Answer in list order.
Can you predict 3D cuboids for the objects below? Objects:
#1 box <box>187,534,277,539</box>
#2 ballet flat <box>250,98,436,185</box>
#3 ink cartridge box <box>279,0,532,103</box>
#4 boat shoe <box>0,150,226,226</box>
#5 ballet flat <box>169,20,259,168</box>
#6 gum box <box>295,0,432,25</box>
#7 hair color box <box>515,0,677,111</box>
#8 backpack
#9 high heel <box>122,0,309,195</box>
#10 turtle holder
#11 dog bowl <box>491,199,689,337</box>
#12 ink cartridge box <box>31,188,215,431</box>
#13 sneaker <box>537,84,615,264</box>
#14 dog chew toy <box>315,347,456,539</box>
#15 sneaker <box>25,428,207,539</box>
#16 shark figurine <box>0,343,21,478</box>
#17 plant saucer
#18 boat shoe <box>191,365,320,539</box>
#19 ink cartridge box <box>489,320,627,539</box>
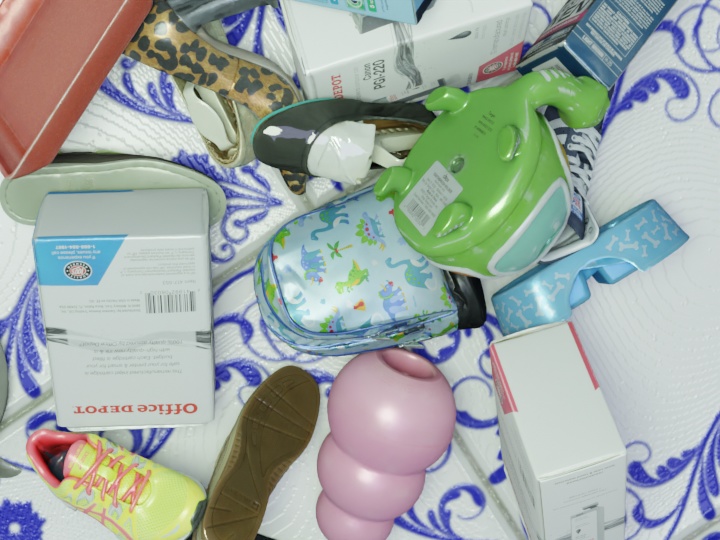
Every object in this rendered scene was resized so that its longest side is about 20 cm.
[{"bbox_3d":[-0.142,0.360,1.143,0.197,0.123,0.201,19,98,-10],"label":"box"},{"bbox_3d":[0.003,-0.110,1.012,0.198,0.068,0.069,-12,133,-39],"label":"ballet flat"},{"bbox_3d":[0.038,-0.205,1.021,0.197,0.146,0.086,-16,77,-1],"label":"ink cartridge box"},{"bbox_3d":[-0.220,-0.075,1.073,0.197,0.061,0.073,3,112,-8],"label":"boat shoe"},{"bbox_3d":[-0.145,-0.183,1.050,0.067,0.062,0.202,-23,105,28],"label":"ballet flat"},{"bbox_3d":[-0.009,-0.285,0.963,0.197,0.171,0.045,16,147,25],"label":"gum box"},{"bbox_3d":[0.230,-0.239,1.036,0.060,0.100,0.201,42,76,-11],"label":"hair color box"},{"bbox_3d":[0.000,0.000,1.077,0.197,0.154,0.166,-15,88,12],"label":"backpack"},{"bbox_3d":[-0.122,-0.142,1.019,0.140,0.071,0.203,-19,116,-9],"label":"high heel"},{"bbox_3d":[0.113,-0.082,0.983,0.131,0.140,0.188,32,74,-39],"label":"turtle holder"},{"bbox_3d":[0.209,0.000,1.112,0.198,0.111,0.050,-31,89,2],"label":"dog bowl"},{"bbox_3d":[-0.203,0.036,1.056,0.144,0.086,0.203,-1,124,-6],"label":"ink cartridge box"},{"bbox_3d":[0.191,-0.096,1.075,0.070,0.108,0.202,31,94,-31],"label":"sneaker"},{"bbox_3d":[0.013,0.177,1.125,0.123,0.125,0.203,17,108,-9],"label":"dog chew toy"},{"bbox_3d":[-0.226,0.191,1.063,0.079,0.197,0.091,-64,145,-26],"label":"sneaker"},{"bbox_3d":[-0.360,0.129,1.091,0.126,0.090,0.217,21,101,-11],"label":"shark figurine"},{"bbox_3d":[-0.256,-0.191,0.996,0.037,0.200,0.201,29,100,-42],"label":"plant saucer"},{"bbox_3d":[-0.103,0.176,1.106,0.071,0.064,0.201,37,56,-11],"label":"boat shoe"},{"bbox_3d":[0.179,0.168,1.079,0.081,0.148,0.201,-16,140,-1],"label":"ink cartridge box"}]
